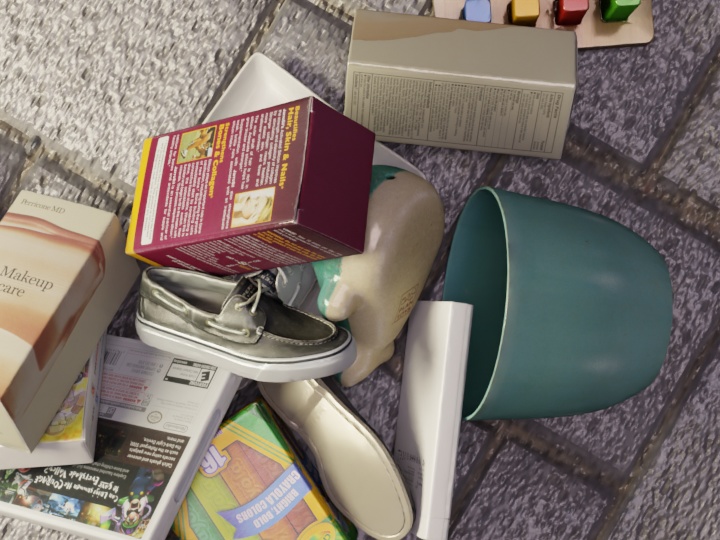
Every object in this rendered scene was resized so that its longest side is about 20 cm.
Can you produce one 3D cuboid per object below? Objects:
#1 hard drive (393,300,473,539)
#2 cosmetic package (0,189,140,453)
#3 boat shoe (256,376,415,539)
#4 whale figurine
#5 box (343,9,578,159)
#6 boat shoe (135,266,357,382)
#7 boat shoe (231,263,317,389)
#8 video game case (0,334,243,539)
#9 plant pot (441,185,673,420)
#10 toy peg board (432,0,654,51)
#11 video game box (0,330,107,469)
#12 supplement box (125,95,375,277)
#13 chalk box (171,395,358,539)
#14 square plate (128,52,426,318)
[{"bbox_3d":[0.060,0.127,1.421,0.027,0.132,0.200,6,88,-13],"label":"hard drive"},{"bbox_3d":[-0.282,0.040,1.367,0.103,0.087,0.200,13,55,19],"label":"cosmetic package"},{"bbox_3d":[-0.009,0.145,1.409,0.073,0.063,0.200,-47,71,26],"label":"boat shoe"},{"bbox_3d":[0.000,0.000,1.420,0.104,0.159,0.200,25,126,23],"label":"whale figurine"},{"bbox_3d":[0.088,-0.165,1.440,0.200,0.095,0.078,7,48,0],"label":"box"},{"bbox_3d":[-0.100,0.041,1.352,0.200,0.072,0.071,8,121,16],"label":"boat shoe"},{"bbox_3d":[-0.085,0.014,1.431,0.072,0.069,0.200,33,90,1],"label":"boat shoe"},{"bbox_3d":[-0.213,0.143,1.396,0.200,0.023,0.182,7,61,35],"label":"video game case"},{"bbox_3d":[0.172,0.036,1.398,0.161,0.201,0.201,6,88,-13],"label":"plant pot"},{"bbox_3d":[0.162,-0.301,1.453,0.199,0.098,0.200,-4,87,1],"label":"toy peg board"},{"bbox_3d":[-0.325,0.089,1.419,0.200,0.047,0.182,-4,50,6],"label":"video game box"},{"bbox_3d":[-0.093,-0.064,1.355,0.200,0.086,0.110,-9,67,39],"label":"supplement box"},{"bbox_3d":[-0.082,0.226,1.423,0.124,0.124,0.200,-35,88,0],"label":"chalk box"},{"bbox_3d":[-0.075,-0.063,1.482,0.198,0.028,0.200,37,89,3],"label":"square plate"}]
